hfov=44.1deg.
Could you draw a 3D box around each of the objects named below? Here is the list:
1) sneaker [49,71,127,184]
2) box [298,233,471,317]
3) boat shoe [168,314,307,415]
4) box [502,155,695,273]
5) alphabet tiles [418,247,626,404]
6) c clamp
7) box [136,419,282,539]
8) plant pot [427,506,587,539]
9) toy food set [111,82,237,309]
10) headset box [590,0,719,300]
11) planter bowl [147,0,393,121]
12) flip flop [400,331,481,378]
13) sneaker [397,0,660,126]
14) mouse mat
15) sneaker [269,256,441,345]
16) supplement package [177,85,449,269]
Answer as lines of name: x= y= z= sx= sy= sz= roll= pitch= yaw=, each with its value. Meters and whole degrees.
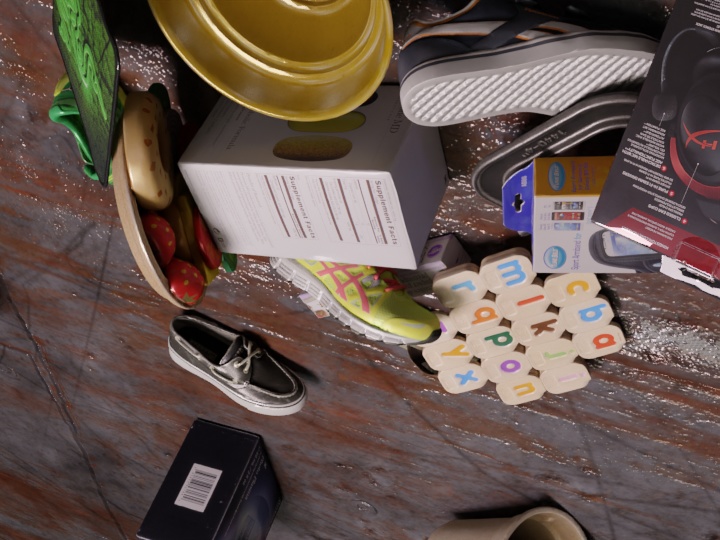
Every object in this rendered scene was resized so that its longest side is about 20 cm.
sneaker: x=-0.235 y=-0.108 z=0.892 sx=0.073 sy=0.084 sz=0.200 roll=-15 pitch=128 yaw=41
box: x=0.021 y=0.008 z=0.918 sx=0.198 sy=0.042 sz=0.039 roll=-14 pitch=129 yaw=41
boat shoe: x=-0.157 y=0.119 z=1.129 sx=0.197 sy=0.071 sz=0.064 roll=24 pitch=145 yaw=6
box: x=0.210 y=-0.041 z=0.694 sx=0.196 sy=0.042 sz=0.120 roll=-2 pitch=151 yaw=10
alphabet tiles: x=0.152 y=0.060 z=0.878 sx=0.193 sy=0.015 sz=0.201 roll=-19 pitch=128 yaw=22
c clamp: x=0.182 y=-0.075 z=0.710 sx=0.169 sy=0.028 sz=0.199 roll=20 pitch=150 yaw=-27
box: x=-0.221 y=0.376 z=1.366 sx=0.121 sy=0.202 sz=0.200 roll=11 pitch=142 yaw=17
plant pot: x=0.184 y=0.415 z=1.207 sx=0.200 sy=0.202 sz=0.182 roll=44 pitch=151 yaw=-24
toy food set: x=-0.167 y=-0.067 z=0.805 sx=0.048 sy=0.198 sz=0.203 roll=-12 pitch=104 yaw=7
headset box: x=0.245 y=-0.077 z=0.552 sx=0.147 sy=0.075 sz=0.203 roll=27 pitch=115 yaw=26
planter bowl: x=-0.057 y=-0.217 z=0.658 sx=0.197 sy=0.084 sz=0.202 roll=15 pitch=142 yaw=12
flip flop: x=0.075 y=0.082 z=0.958 sx=0.197 sy=0.058 sz=0.082 roll=20 pitch=143 yaw=6
sneaker: x=0.124 y=-0.158 z=0.638 sx=0.196 sy=0.081 sz=0.079 roll=-3 pitch=149 yaw=-4
mouse mat: x=-0.231 y=-0.191 z=0.737 sx=0.007 sy=0.202 sz=0.162 roll=-10 pitch=152 yaw=-26
sneaker: x=0.000 y=0.000 z=0.853 sx=0.199 sy=0.078 sz=0.091 roll=32 pitch=105 yaw=24
supplement package: x=-0.036 y=-0.085 z=0.778 sx=0.197 sy=0.115 sz=0.110 roll=5 pitch=139 yaw=23
